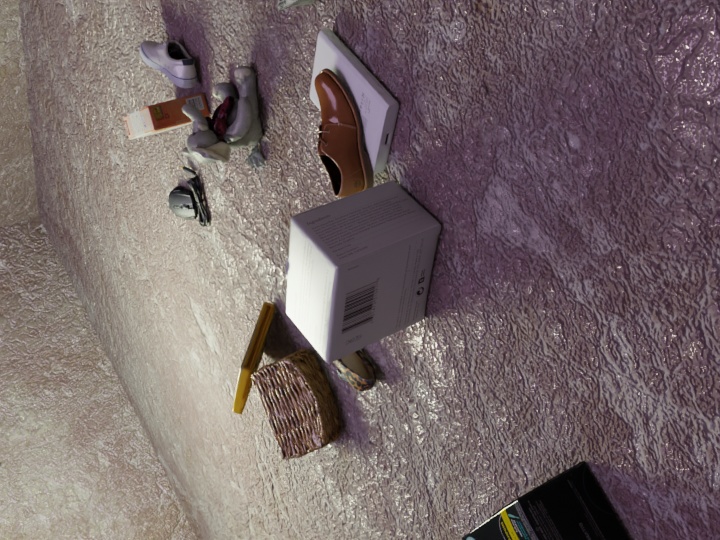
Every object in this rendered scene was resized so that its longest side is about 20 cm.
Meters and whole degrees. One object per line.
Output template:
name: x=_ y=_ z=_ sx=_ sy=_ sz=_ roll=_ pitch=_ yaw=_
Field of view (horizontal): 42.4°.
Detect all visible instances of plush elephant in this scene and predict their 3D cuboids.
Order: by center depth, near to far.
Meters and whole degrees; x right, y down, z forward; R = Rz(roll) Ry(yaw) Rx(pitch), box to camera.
plush elephant: x=-0.277 y=-0.274 z=1.791 sx=0.164 sy=0.153 sz=0.204 roll=5 pitch=111 yaw=60

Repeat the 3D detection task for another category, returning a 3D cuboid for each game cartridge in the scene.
game cartridge: x=-0.234 y=0.196 z=2.028 sx=0.201 sy=0.032 sz=0.178 roll=107 pitch=180 yaw=-52

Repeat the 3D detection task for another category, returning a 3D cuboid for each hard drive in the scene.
hard drive: x=-0.014 y=-0.266 z=1.458 sx=0.201 sy=0.026 sz=0.133 roll=53 pitch=147 yaw=31

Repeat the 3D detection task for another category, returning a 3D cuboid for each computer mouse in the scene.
computer mouse: x=-0.431 y=-0.185 z=2.241 sx=0.199 sy=0.045 sz=0.143 roll=26 pitch=131 yaw=53

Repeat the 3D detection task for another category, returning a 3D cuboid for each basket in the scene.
basket: x=-0.109 y=0.267 z=1.930 sx=0.141 sy=0.148 sz=0.203 roll=-26 pitch=83 yaw=28

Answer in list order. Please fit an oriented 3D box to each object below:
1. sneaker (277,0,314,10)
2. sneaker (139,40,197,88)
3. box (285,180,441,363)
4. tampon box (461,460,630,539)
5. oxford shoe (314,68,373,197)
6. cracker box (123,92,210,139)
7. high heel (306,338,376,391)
sneaker: x=-0.084 y=-0.463 z=1.417 sx=0.199 sy=0.069 sz=0.102 roll=8 pitch=112 yaw=59
sneaker: x=-0.414 y=-0.469 z=2.022 sx=0.199 sy=0.072 sz=0.072 roll=37 pitch=129 yaw=33
box: x=0.000 y=0.000 z=1.418 sx=0.131 sy=0.198 sz=0.201 roll=45 pitch=144 yaw=35
tampon box: x=0.255 y=0.384 z=1.274 sx=0.151 sy=0.124 sz=0.201 roll=60 pitch=151 yaw=20
oxford shoe: x=-0.040 y=-0.212 z=1.440 sx=0.071 sy=0.070 sz=0.204 roll=-13 pitch=95 yaw=63
cracker box: x=-0.431 y=-0.340 z=2.051 sx=0.199 sy=0.132 sz=0.059 roll=1 pitch=109 yaw=60
high heel: x=-0.040 y=0.127 z=1.696 sx=0.202 sy=0.071 sz=0.142 roll=60 pitch=161 yaw=-14
